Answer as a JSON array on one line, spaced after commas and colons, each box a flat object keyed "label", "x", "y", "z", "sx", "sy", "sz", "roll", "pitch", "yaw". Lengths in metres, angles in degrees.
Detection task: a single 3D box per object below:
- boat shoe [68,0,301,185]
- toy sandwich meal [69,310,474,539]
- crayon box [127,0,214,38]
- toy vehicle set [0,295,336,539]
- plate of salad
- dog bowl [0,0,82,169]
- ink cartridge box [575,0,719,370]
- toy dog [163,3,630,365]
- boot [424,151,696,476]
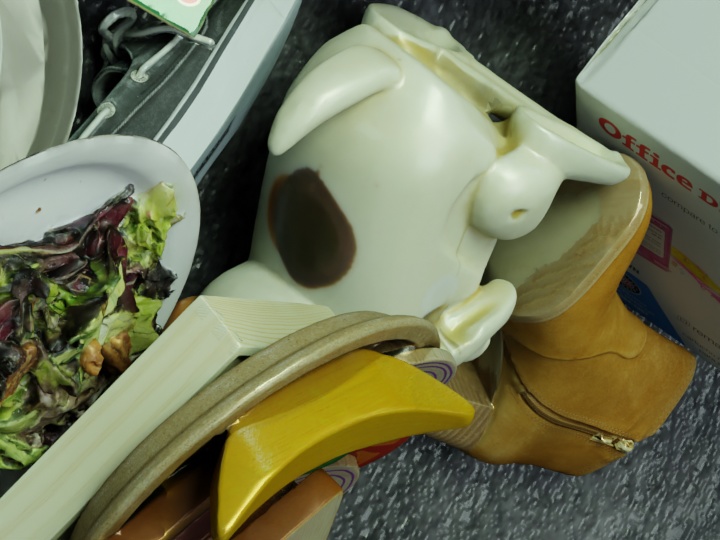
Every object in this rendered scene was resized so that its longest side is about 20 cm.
[{"label": "boat shoe", "x": -0.084, "y": -0.077, "z": 1.059, "sx": 0.200, "sy": 0.068, "sz": 0.074, "roll": -60, "pitch": 179, "yaw": -31}, {"label": "toy sandwich meal", "x": -0.036, "y": 0.098, "z": 0.980, "sx": 0.205, "sy": 0.070, "sz": 0.205, "roll": -35, "pitch": 161, "yaw": -14}, {"label": "crayon box", "x": -0.068, "y": -0.211, "z": 1.003, "sx": 0.127, "sy": 0.051, "sz": 0.200, "roll": 29, "pitch": 83, "yaw": -8}, {"label": "toy vehicle set", "x": -0.096, "y": 0.089, "z": 1.004, "sx": 0.200, "sy": 0.027, "sz": 0.124, "roll": -45, "pitch": 162, "yaw": 13}, {"label": "plate of salad", "x": -0.130, "y": 0.035, "z": 0.931, "sx": 0.200, "sy": 0.048, "sz": 0.200, "roll": -37, "pitch": 153, "yaw": -23}, {"label": "dog bowl", "x": -0.205, "y": -0.084, "z": 0.919, "sx": 0.200, "sy": 0.059, "sz": 0.201, "roll": 4, "pitch": 82, "yaw": -29}, {"label": "ink cartridge box", "x": 0.181, "y": -0.033, "z": 1.202, "sx": 0.085, "sy": 0.144, "sz": 0.200, "roll": -47, "pitch": 159, "yaw": -18}, {"label": "toy dog", "x": 0.000, "y": 0.000, "z": 1.103, "sx": 0.200, "sy": 0.139, "sz": 0.194, "roll": -59, "pitch": 163, "yaw": 13}, {"label": "boot", "x": 0.116, "y": 0.026, "z": 1.221, "sx": 0.144, "sy": 0.071, "sz": 0.201, "roll": 14, "pitch": 133, "yaw": -36}]
